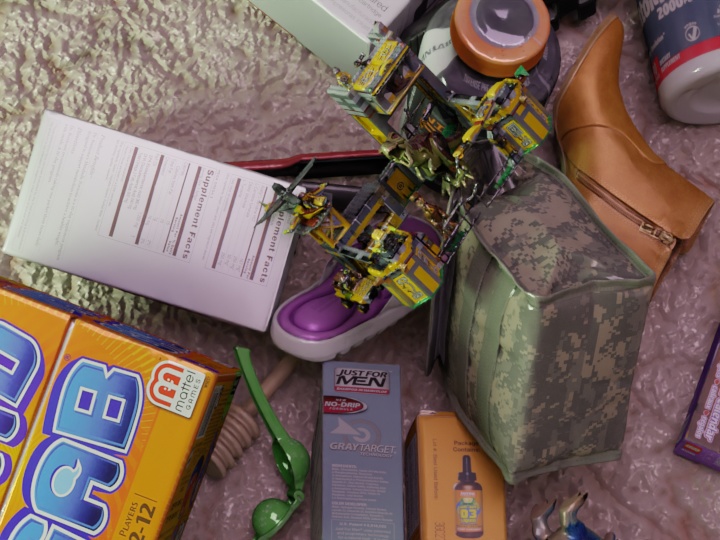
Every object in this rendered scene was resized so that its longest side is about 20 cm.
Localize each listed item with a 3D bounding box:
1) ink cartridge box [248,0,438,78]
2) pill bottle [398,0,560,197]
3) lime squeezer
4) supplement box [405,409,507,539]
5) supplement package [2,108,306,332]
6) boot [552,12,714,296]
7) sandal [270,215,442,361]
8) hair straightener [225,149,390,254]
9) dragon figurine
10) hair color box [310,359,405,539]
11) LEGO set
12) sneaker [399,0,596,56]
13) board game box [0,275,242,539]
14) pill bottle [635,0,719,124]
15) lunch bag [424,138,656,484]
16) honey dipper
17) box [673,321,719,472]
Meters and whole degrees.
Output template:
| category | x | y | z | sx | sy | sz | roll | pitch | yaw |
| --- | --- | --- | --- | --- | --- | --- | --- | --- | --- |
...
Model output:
| category | x | y | z | sx | sy | sz | roll | pitch | yaw |
| --- | --- | --- | --- | --- | --- | --- | --- | --- | --- |
| ink cartridge box | 0.010 | -0.271 | 1.799 | 0.145 | 0.083 | 0.200 | 37 | 70 | 9 |
| pill bottle | 0.091 | -0.141 | 1.693 | 0.105 | 0.200 | 0.107 | 2 | 67 | -5 |
| lime squeezer | -0.072 | 0.161 | 1.632 | 0.070 | 0.038 | 0.202 | 11 | 87 | -36 |
| supplement box | 0.070 | 0.205 | 1.630 | 0.066 | 0.069 | 0.202 | 3 | 70 | -7 |
| supplement package | -0.146 | -0.034 | 1.659 | 0.198 | 0.114 | 0.111 | 17 | 89 | 1 |
| boot | 0.211 | -0.086 | 1.750 | 0.143 | 0.071 | 0.203 | 23 | 82 | 11 |
| sandal | 0.007 | 0.003 | 1.665 | 0.082 | 0.050 | 0.203 | 22 | 37 | 18 |
| hair straightener | -0.065 | -0.053 | 1.728 | 0.198 | 0.041 | 0.078 | 0 | 68 | -6 |
| dragon figurine | 0.143 | 0.226 | 1.589 | 0.100 | 0.059 | 0.200 | 59 | 42 | -11 |
| hair color box | -0.003 | 0.172 | 1.582 | 0.060 | 0.099 | 0.201 | 3 | 48 | -5 |
| LEGO set | 0.022 | -0.082 | 1.544 | 0.116 | 0.154 | 0.200 | 42 | 85 | -29 |
| sneaker | 0.108 | -0.222 | 1.806 | 0.199 | 0.074 | 0.089 | -24 | 58 | -16 |
| board game box | -0.212 | 0.126 | 1.525 | 0.198 | 0.200 | 0.202 | 20 | 89 | 2 |
| pill bottle | 0.276 | -0.230 | 1.795 | 0.118 | 0.120 | 0.202 | -7 | 69 | -9 |
| lunch bag | 0.110 | 0.022 | 1.616 | 0.117 | 0.165 | 0.200 | -9 | 37 | -23 |
| honey dipper | -0.053 | 0.072 | 1.686 | 0.038 | 0.038 | 0.200 | 38 | 66 | 9 |
| box | 0.337 | 0.073 | 1.725 | 0.136 | 0.039 | 0.201 | 22 | 68 | 2 |
